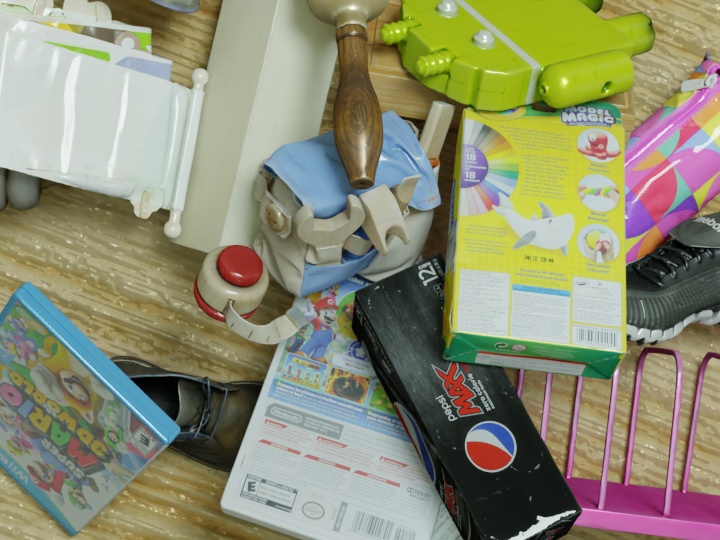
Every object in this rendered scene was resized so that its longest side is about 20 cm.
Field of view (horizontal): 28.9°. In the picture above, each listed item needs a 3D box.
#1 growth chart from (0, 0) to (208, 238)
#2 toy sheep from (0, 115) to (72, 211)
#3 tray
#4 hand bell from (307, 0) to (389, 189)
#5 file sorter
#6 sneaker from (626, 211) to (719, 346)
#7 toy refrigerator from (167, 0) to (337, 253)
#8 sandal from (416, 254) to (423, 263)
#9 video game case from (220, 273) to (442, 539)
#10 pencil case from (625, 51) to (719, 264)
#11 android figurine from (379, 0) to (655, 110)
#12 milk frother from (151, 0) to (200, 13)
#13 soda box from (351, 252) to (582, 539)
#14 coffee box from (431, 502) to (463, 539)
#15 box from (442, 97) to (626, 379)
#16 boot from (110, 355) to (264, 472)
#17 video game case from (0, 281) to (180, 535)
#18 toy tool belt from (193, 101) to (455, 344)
[{"bbox_3d":[-0.194,-0.120,0.971,0.199,0.018,0.146,19,80,-31],"label":"growth chart"},{"bbox_3d":[-0.284,-0.107,1.002,0.198,0.138,0.139,8,91,-7],"label":"toy sheep"},{"bbox_3d":[0.099,-0.145,1.026,0.198,0.099,0.037,10,132,-2],"label":"tray"},{"bbox_3d":[-0.006,-0.147,0.916,0.103,0.104,0.202,-3,66,-2],"label":"hand bell"},{"bbox_3d":[0.213,0.119,1.017,0.198,0.139,0.127,7,91,-2],"label":"file sorter"},{"bbox_3d":[0.232,-0.001,1.003,0.199,0.066,0.091,-3,119,-37],"label":"sneaker"},{"bbox_3d":[-0.073,-0.108,1.024,0.070,0.076,0.202,12,91,-39],"label":"toy refrigerator"},{"bbox_3d":[0.007,-0.001,1.055,0.082,0.050,0.205,-11,79,-15],"label":"sandal"},{"bbox_3d":[0.002,0.095,0.971,0.142,0.018,0.201,17,66,5],"label":"video game case"},{"bbox_3d":[0.220,-0.072,1.039,0.200,0.088,0.088,-45,92,-1],"label":"pencil case"},{"bbox_3d":[0.109,-0.170,0.996,0.199,0.182,0.041,-14,134,-28],"label":"android figurine"},{"bbox_3d":[-0.078,-0.279,0.990,0.199,0.181,0.189,31,111,-17],"label":"milk frother"},{"bbox_3d":[0.066,0.095,0.929,0.070,0.063,0.201,-23,68,-12],"label":"soda box"},{"bbox_3d":[0.076,0.219,1.028,0.200,0.114,0.080,43,89,-3],"label":"coffee box"},{"bbox_3d":[0.118,-0.032,0.937,0.116,0.048,0.202,8,62,-2],"label":"box"},{"bbox_3d":[-0.110,0.114,1.027,0.198,0.097,0.075,13,90,-2],"label":"boot"},{"bbox_3d":[-0.219,0.105,0.991,0.143,0.200,0.018,44,50,-2],"label":"video game case"},{"bbox_3d":[-0.020,-0.048,0.940,0.199,0.123,0.125,-28,67,-39],"label":"toy tool belt"}]
